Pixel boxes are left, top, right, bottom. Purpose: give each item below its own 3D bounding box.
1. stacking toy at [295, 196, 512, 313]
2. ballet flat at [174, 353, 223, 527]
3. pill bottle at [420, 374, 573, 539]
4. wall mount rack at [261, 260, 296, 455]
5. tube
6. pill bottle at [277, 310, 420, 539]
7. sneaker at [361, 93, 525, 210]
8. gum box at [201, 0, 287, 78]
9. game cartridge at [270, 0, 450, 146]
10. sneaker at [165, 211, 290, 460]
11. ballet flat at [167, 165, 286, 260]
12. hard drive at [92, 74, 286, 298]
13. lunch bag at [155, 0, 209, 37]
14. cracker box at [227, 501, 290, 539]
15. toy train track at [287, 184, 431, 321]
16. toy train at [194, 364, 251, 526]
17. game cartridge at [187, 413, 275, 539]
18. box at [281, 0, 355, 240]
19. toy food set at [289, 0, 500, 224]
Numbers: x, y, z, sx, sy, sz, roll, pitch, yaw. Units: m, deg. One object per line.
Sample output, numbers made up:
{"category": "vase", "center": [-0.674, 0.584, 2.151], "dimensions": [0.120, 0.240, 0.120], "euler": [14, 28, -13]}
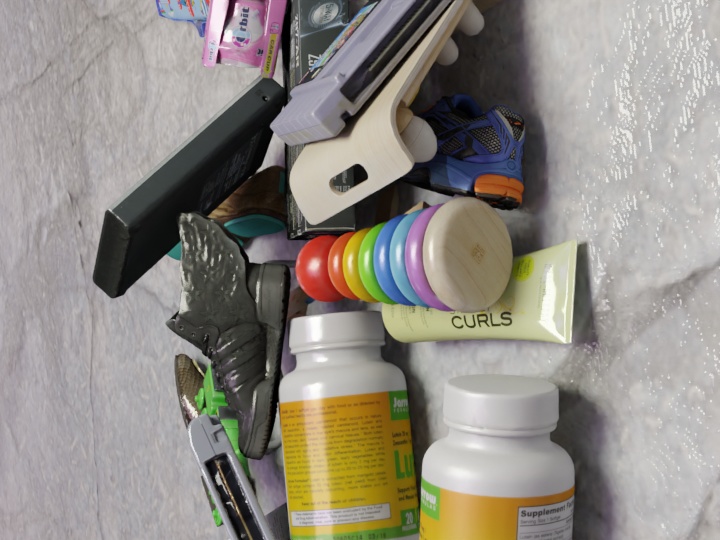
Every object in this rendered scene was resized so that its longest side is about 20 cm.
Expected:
{"category": "stacking toy", "center": [0.020, -0.007, 1.191], "dimensions": [0.199, 0.085, 0.086], "euler": [-4, 89, 48]}
{"category": "ballet flat", "center": [-0.152, 0.169, 1.573], "dimensions": [0.068, 0.046, 0.201], "euler": [80, 170, -55]}
{"category": "pill bottle", "center": [0.099, 0.183, 1.121], "dimensions": [0.111, 0.110, 0.202], "euler": [10, 100, 55]}
{"category": "wall mount rack", "center": [-0.093, 0.085, 1.455], "dimensions": [0.174, 0.074, 0.201], "euler": [-44, 55, 44]}
{"category": "tube", "center": [0.095, 0.023, 1.189], "dimensions": [0.199, 0.052, 0.058], "euler": [-8, 114, 52]}
{"category": "pill bottle", "center": [-0.012, 0.138, 1.295], "dimensions": [0.111, 0.110, 0.202], "euler": [-13, 82, 55]}
{"category": "sneaker", "center": [0.067, -0.101, 1.214], "dimensions": [0.199, 0.075, 0.079], "euler": [19, 91, 52]}
{"category": "gum box", "center": [-0.100, -0.246, 1.366], "dimensions": [0.200, 0.066, 0.114], "euler": [-106, 25, -73]}
{"category": "game cartridge", "center": [0.014, -0.181, 1.177], "dimensions": [0.200, 0.038, 0.129], "euler": [-51, 19, -11]}
{"category": "sneaker", "center": [-0.117, 0.055, 1.301], "dimensions": [0.060, 0.103, 0.202], "euler": [-56, -26, -85]}
{"category": "ballet flat", "center": [-0.127, -0.061, 1.506], "dimensions": [0.200, 0.067, 0.073], "euler": [-20, 54, 54]}
{"category": "hard drive", "center": [-0.151, -0.072, 1.347], "dimensions": [0.033, 0.200, 0.140], "euler": [41, 151, 7]}
{"category": "lunch bag", "center": [-0.166, -0.336, 1.537], "dimensions": [0.150, 0.094, 0.202], "euler": [12, 114, 54]}
{"category": "cracker box", "center": [-0.061, 0.294, 1.427], "dimensions": [0.200, 0.057, 0.135], "euler": [-40, 60, 49]}
{"category": "toy train track", "center": [0.000, 0.000, 1.320], "dimensions": [0.200, 0.032, 0.115], "euler": [-33, 35, 42]}
{"category": "toy train", "center": [-0.128, 0.167, 1.483], "dimensions": [0.201, 0.041, 0.057], "euler": [-108, 31, -51]}
{"category": "game cartridge", "center": [-0.095, 0.228, 1.327], "dimensions": [0.133, 0.041, 0.201], "euler": [82, 162, -74]}
{"category": "box", "center": [-0.039, -0.129, 1.319], "dimensions": [0.160, 0.043, 0.202], "euler": [166, 103, -82]}
{"category": "toy food set", "center": [0.037, -0.132, 1.173], "dimensions": [0.143, 0.060, 0.201], "euler": [-27, 26, 54]}
